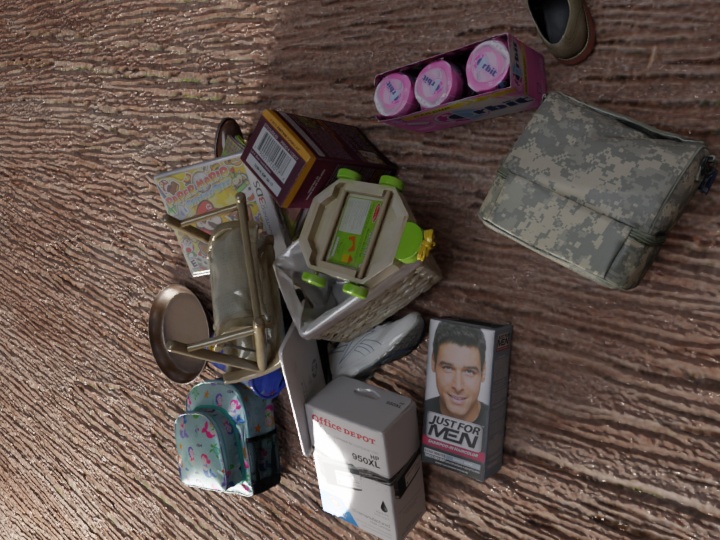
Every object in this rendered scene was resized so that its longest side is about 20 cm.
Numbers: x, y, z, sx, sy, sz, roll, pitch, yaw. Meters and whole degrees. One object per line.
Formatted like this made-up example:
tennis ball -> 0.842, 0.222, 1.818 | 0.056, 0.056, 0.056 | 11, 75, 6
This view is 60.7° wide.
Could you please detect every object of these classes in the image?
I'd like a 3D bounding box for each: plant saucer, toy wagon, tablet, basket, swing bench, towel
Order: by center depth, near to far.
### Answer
toy wagon -> 0.010, -0.043, 0.774 | 0.199, 0.040, 0.156 | 15, 83, 34
basket -> 0.000, 0.000, 0.865 | 0.200, 0.123, 0.136 | -36, 59, 19
swing bench -> -0.178, 0.033, 0.878 | 0.129, 0.200, 0.200 | -15, 66, 6
tablet -> -0.079, 0.158, 0.905 | 0.014, 0.130, 0.201 | 0, 121, 13
towel -> -0.170, -0.114, 1.023 | 0.200, 0.023, 0.144 | 43, 130, 18
plant saucer -> -0.357, 0.126, 1.236 | 0.199, 0.032, 0.202 | 2, 93, 38

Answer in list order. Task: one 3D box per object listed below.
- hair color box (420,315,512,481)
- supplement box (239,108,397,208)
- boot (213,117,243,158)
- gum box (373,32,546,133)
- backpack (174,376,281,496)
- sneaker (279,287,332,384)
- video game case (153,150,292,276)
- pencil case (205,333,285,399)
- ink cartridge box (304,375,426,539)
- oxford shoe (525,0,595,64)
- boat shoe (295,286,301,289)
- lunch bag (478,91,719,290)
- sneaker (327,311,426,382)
hair color box -> 0.143, 0.168, 0.836 | 0.099, 0.060, 0.201 | 7, 96, 37
supplement box -> -0.055, -0.153, 0.882 | 0.110, 0.199, 0.086 | 49, 120, 25
boot -> -0.161, -0.166, 1.048 | 0.199, 0.064, 0.188 | 11, 112, 40
gum box -> 0.123, -0.233, 0.796 | 0.199, 0.113, 0.067 | -5, 90, 38
backpack -> -0.236, 0.287, 1.086 | 0.177, 0.150, 0.201 | -6, 84, 39
sneaker -> -0.093, 0.124, 0.986 | 0.060, 0.104, 0.201 | 9, 98, 36
video game case -> -0.222, -0.089, 0.998 | 0.199, 0.023, 0.183 | -9, 109, 23
pencil case -> -0.193, 0.155, 1.055 | 0.200, 0.087, 0.078 | 15, 77, 54
ink cartridge box -> 0.008, 0.272, 0.893 | 0.144, 0.084, 0.201 | 10, 118, 36
oxford shoe -> 0.226, -0.350, 0.735 | 0.070, 0.075, 0.201 | -25, 77, 36
boat shoe -> -0.105, 0.020, 1.019 | 0.200, 0.072, 0.069 | -53, 41, 34
lunch bag -> 0.259, -0.092, 0.683 | 0.200, 0.139, 0.169 | 33, 112, 31
sneaker -> 0.014, 0.109, 0.927 | 0.200, 0.074, 0.088 | -36, 66, 32
